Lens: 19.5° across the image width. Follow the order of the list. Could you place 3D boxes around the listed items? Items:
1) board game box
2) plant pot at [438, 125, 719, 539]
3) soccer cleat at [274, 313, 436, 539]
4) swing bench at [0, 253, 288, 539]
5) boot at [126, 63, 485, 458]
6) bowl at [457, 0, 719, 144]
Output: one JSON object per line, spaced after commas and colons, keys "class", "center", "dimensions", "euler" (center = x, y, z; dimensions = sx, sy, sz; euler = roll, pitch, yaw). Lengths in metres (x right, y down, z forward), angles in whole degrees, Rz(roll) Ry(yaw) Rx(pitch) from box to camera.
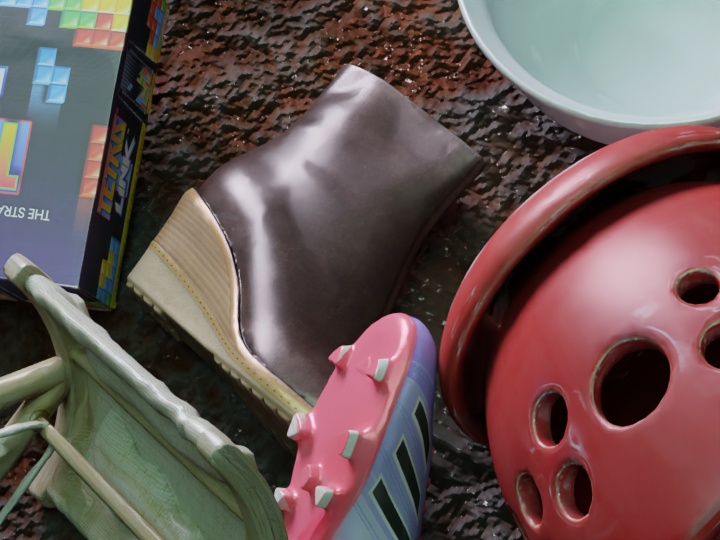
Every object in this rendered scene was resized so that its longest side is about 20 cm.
{"class": "board game box", "center": [-0.211, -0.074, 1.061], "dimensions": [0.199, 0.057, 0.166], "euler": [6, 77, 14]}
{"class": "plant pot", "center": [0.140, 0.055, 0.862], "dimensions": [0.200, 0.201, 0.183], "euler": [-34, 55, -9]}
{"class": "soccer cleat", "center": [0.002, 0.119, 0.894], "dimensions": [0.067, 0.076, 0.201], "euler": [11, 83, 63]}
{"class": "swing bench", "center": [-0.149, 0.126, 0.885], "dimensions": [0.200, 0.130, 0.199], "euler": [-37, 38, -14]}
{"class": "boot", "center": [0.000, 0.000, 0.990], "dimensions": [0.166, 0.072, 0.200], "euler": [-43, 58, -11]}
{"class": "bowl", "center": [0.149, -0.132, 1.026], "dimensions": [0.200, 0.090, 0.202], "euler": [-5, 60, 9]}
